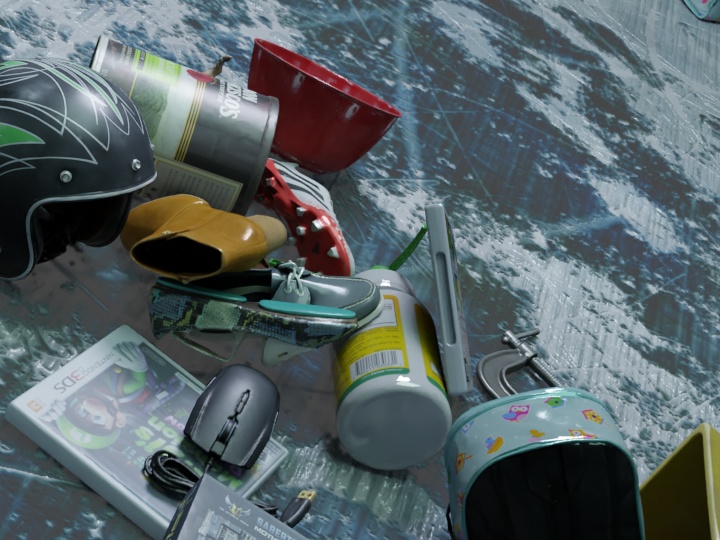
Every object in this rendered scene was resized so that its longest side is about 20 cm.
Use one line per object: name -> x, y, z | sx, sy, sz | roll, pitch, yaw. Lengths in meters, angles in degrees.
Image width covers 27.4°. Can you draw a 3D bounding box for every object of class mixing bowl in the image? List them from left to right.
mixing bowl -> -0.060, -0.184, 1.763 | 0.199, 0.109, 0.200 | 26, 10, -5

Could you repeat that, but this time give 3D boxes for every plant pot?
plant pot -> 0.342, 0.307, 1.371 | 0.199, 0.195, 0.196 | 33, 30, -8

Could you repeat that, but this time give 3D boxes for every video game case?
video game case -> -0.181, 0.144, 1.289 | 0.199, 0.023, 0.182 | 37, 31, 8
video game case -> 0.091, 0.035, 1.496 | 0.022, 0.185, 0.200 | -8, -5, 6

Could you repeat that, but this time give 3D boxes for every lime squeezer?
lime squeezer -> 0.000, 0.000, 1.560 | 0.038, 0.198, 0.071 | -27, 102, -57

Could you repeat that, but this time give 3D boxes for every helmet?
helmet -> -0.293, -0.104, 1.379 | 0.198, 0.192, 0.201 | 22, 31, -14

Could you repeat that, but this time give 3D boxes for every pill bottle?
pill bottle -> 0.025, 0.091, 1.463 | 0.112, 0.113, 0.201 | 19, 33, -20

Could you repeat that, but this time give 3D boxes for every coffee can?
coffee can -> -0.202, -0.144, 1.553 | 0.198, 0.147, 0.147 | 18, 32, -14

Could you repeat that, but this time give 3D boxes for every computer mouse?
computer mouse -> -0.090, 0.149, 1.294 | 0.140, 0.046, 0.200 | 31, 30, 3

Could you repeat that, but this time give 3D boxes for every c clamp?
c clamp -> 0.214, 0.138, 1.650 | 0.170, 0.027, 0.200 | -7, 47, -47

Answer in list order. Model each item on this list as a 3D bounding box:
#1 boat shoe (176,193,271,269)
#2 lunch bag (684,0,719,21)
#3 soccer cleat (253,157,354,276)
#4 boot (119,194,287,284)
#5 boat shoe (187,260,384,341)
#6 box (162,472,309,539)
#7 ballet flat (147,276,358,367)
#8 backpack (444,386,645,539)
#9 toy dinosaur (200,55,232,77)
boat shoe -> -0.130, -0.002, 1.501 | 0.199, 0.068, 0.072 | 37, 31, 9
lunch bag -> 0.745, -0.631, 3.155 | 0.169, 0.122, 0.201 | -5, 52, -44
soccer cleat -> -0.054, -0.059, 1.656 | 0.085, 0.069, 0.200 | -7, 43, -43
boot -> -0.182, -0.029, 1.403 | 0.199, 0.072, 0.144 | 2, 10, 27
boat shoe -> -0.076, 0.026, 1.429 | 0.198, 0.062, 0.073 | -5, 35, 1
box -> -0.072, 0.271, 1.154 | 0.199, 0.051, 0.158 | 34, 32, -10
ballet flat -> -0.102, 0.055, 1.375 | 0.198, 0.075, 0.074 | 10, 30, 7
backpack -> 0.159, 0.197, 1.302 | 0.174, 0.201, 0.154 | -11, 39, 1
toy dinosaur -> -0.199, -0.159, 1.665 | 0.198, 0.086, 0.137 | -12, 85, -29
